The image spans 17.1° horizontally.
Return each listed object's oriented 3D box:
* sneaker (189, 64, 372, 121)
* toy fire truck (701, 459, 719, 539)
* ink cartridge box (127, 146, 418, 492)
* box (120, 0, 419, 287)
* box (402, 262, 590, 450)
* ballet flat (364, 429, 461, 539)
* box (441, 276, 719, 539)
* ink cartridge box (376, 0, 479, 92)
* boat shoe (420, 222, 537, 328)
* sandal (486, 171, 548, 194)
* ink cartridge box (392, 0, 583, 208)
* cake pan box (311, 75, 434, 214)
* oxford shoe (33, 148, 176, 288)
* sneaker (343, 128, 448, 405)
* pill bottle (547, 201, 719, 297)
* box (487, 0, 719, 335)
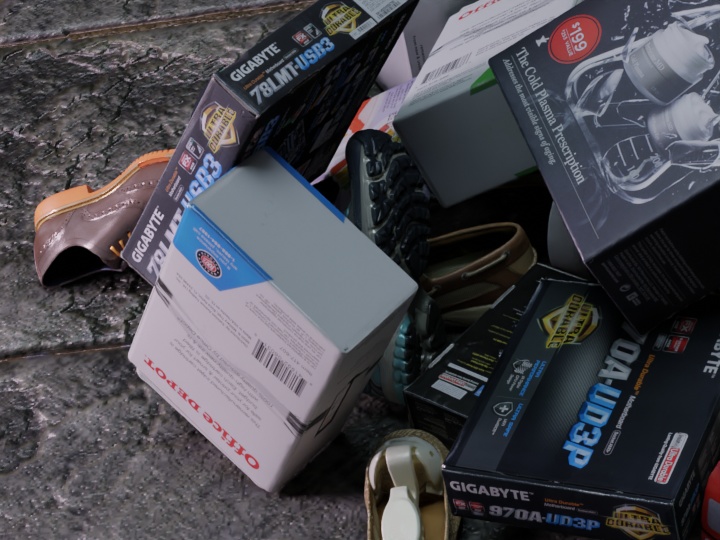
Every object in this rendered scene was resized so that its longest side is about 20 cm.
[{"bbox_3d":[-0.062,-0.131,1.947,0.087,0.075,0.200,19,28,23],"label":"sneaker"},{"bbox_3d":[0.278,0.082,1.532,0.049,0.142,0.200,17,46,30],"label":"toy fire truck"},{"bbox_3d":[-0.063,0.037,1.615,0.146,0.200,0.084,43,56,10],"label":"ink cartridge box"},{"bbox_3d":[-0.062,-0.099,1.657,0.050,0.200,0.198,42,47,11],"label":"box"},{"bbox_3d":[0.155,0.083,1.649,0.199,0.050,0.160,20,50,36],"label":"box"},{"bbox_3d":[0.034,0.156,1.576,0.070,0.066,0.201,-11,36,3],"label":"ballet flat"},{"bbox_3d":[0.161,0.090,1.561,0.158,0.046,0.200,7,42,25],"label":"box"},{"bbox_3d":[0.101,-0.235,2.000,0.199,0.145,0.145,-21,37,-13],"label":"ink cartridge box"},{"bbox_3d":[0.035,0.007,1.763,0.199,0.074,0.076,-14,36,-1],"label":"boat shoe"},{"bbox_3d":[0.140,-0.097,1.881,0.199,0.054,0.080,14,44,36],"label":"sandal"},{"bbox_3d":[0.124,-0.148,1.805,0.146,0.083,0.200,-22,21,27],"label":"ink cartridge box"},{"bbox_3d":[-0.029,-0.052,1.815,0.183,0.052,0.200,-25,24,25],"label":"cake pan box"},{"bbox_3d":[-0.172,-0.037,1.871,0.199,0.071,0.073,-21,51,31],"label":"oxford shoe"},{"bbox_3d":[0.000,0.000,1.684,0.086,0.201,0.078,1,18,29],"label":"sneaker"},{"bbox_3d":[0.240,-0.021,1.705,0.199,0.113,0.113,11,43,28],"label":"pill bottle"},{"bbox_3d":[0.209,-0.096,1.583,0.181,0.104,0.201,-31,49,10],"label":"box"}]
